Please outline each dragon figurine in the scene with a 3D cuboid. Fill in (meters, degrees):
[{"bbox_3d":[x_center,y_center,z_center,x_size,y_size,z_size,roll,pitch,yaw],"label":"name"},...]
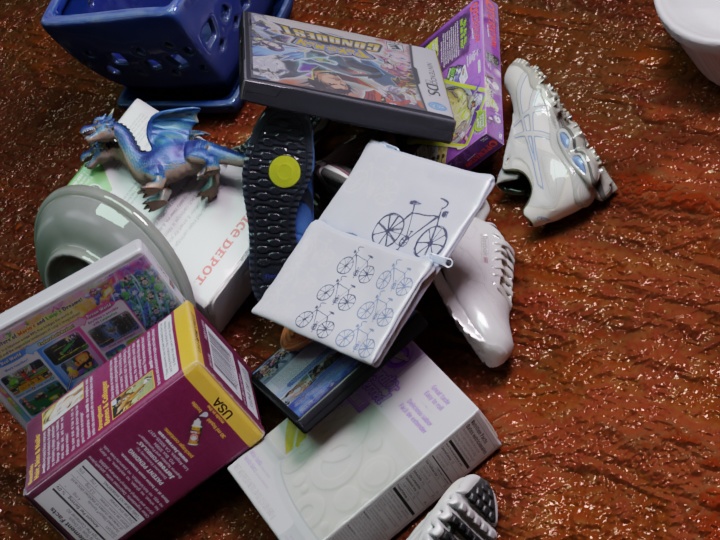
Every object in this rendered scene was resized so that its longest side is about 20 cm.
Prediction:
[{"bbox_3d":[-0.173,-0.119,1.784,0.198,0.059,0.100,-14,65,0],"label":"dragon figurine"}]

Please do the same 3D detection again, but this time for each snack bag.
[{"bbox_3d":[0.011,-0.021,1.607,0.188,0.021,0.201,21,73,52],"label":"snack bag"}]

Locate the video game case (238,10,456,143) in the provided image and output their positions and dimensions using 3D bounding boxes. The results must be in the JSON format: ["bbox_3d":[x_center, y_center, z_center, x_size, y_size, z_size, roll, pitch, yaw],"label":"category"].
[{"bbox_3d":[-0.016,-0.184,1.746,0.198,0.026,0.181,11,27,-10],"label":"video game case"}]

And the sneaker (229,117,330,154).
[{"bbox_3d":[-0.097,-0.112,1.918,0.200,0.080,0.074,-43,79,9],"label":"sneaker"}]

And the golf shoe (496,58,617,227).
[{"bbox_3d":[0.159,-0.122,1.750,0.097,0.078,0.201,-34,40,10],"label":"golf shoe"}]

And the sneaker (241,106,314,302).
[{"bbox_3d":[-0.074,-0.064,1.741,0.065,0.202,0.079,2,16,4],"label":"sneaker"}]

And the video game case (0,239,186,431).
[{"bbox_3d":[-0.244,0.082,1.737,0.199,0.183,0.024,-28,37,7],"label":"video game case"}]

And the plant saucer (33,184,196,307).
[{"bbox_3d":[-0.248,0.016,1.785,0.199,0.202,0.050,7,34,37],"label":"plant saucer"}]

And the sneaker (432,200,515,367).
[{"bbox_3d":[0.105,0.004,1.670,0.080,0.077,0.201,-25,43,2],"label":"sneaker"}]

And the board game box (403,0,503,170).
[{"bbox_3d":[0.090,-0.169,1.837,0.120,0.032,0.201,-41,34,38],"label":"board game box"}]

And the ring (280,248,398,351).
[{"bbox_3d":[0.000,0.000,1.697,0.200,0.019,0.201,-46,12,12],"label":"ring"}]

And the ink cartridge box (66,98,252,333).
[{"bbox_3d":[-0.180,-0.052,1.834,0.199,0.084,0.146,32,73,17],"label":"ink cartridge box"}]

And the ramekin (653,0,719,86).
[{"bbox_3d":[0.377,-0.251,1.711,0.201,0.094,0.204,-17,44,18],"label":"ramekin"}]

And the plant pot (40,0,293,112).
[{"bbox_3d":[-0.197,-0.285,2.046,0.199,0.180,0.201,3,53,34],"label":"plant pot"}]

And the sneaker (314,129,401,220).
[{"bbox_3d":[0.003,-0.099,1.795,0.115,0.076,0.200,-36,17,-15],"label":"sneaker"}]

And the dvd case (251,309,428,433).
[{"bbox_3d":[-0.024,0.073,1.663,0.143,0.018,0.200,-42,17,-6],"label":"dvd case"}]

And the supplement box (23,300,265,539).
[{"bbox_3d":[-0.196,0.144,1.672,0.199,0.103,0.131,-36,25,8],"label":"supplement box"}]

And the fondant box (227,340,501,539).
[{"bbox_3d":[0.001,0.160,1.602,0.200,0.058,0.144,-39,41,-6],"label":"fondant box"}]

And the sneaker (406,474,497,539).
[{"bbox_3d":[0.042,0.247,1.492,0.081,0.075,0.201,6,55,47],"label":"sneaker"}]
